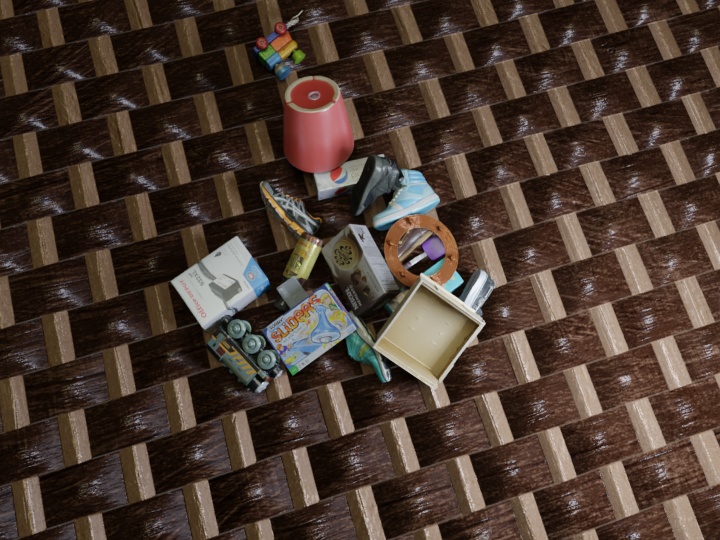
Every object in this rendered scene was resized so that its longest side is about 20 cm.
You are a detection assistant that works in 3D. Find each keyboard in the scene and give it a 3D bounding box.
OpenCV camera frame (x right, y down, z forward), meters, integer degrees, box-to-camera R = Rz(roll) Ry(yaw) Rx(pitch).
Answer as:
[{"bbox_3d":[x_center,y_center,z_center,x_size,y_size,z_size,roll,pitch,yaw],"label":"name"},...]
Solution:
[{"bbox_3d":[-0.130,0.110,1.564,0.056,0.011,0.201,-35,97,1],"label":"keyboard"}]

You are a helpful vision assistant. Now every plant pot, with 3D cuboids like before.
[{"bbox_3d":[-0.115,-0.386,1.623,0.197,0.178,0.202,-1,54,2],"label":"plant pot"}]

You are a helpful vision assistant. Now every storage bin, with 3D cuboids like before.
[{"bbox_3d":[0.166,0.148,1.511,0.197,0.094,0.201,34,102,-4],"label":"storage bin"}]

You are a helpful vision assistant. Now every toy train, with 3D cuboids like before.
[{"bbox_3d":[-0.198,-0.637,1.771,0.200,0.085,0.116,-43,91,-13],"label":"toy train"},{"bbox_3d":[-0.283,0.205,1.536,0.200,0.085,0.114,44,89,7],"label":"toy train"}]

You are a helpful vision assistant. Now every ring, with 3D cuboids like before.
[{"bbox_3d":[0.157,-0.049,1.591,0.198,0.019,0.203,3,73,-11],"label":"ring"}]

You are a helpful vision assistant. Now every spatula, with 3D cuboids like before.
[{"bbox_3d":[0.143,-0.026,1.647,0.199,0.021,0.057,-33,80,-10],"label":"spatula"}]

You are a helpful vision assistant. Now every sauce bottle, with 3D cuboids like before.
[{"bbox_3d":[-0.159,0.004,1.583,0.065,0.066,0.202,23,90,4],"label":"sauce bottle"}]

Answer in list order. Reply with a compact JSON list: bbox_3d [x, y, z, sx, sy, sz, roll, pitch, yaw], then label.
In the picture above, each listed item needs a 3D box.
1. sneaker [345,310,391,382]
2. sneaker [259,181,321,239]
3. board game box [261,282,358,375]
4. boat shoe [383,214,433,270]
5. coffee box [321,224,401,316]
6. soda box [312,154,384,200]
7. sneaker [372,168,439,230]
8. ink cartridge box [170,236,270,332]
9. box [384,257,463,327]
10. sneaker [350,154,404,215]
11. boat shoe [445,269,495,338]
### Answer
[{"bbox_3d":[0.009,0.197,1.564,0.079,0.077,0.201,-38,73,6],"label":"sneaker"},{"bbox_3d":[-0.186,-0.162,1.643,0.077,0.078,0.200,-44,92,-12],"label":"sneaker"},{"bbox_3d":[-0.124,0.143,1.536,0.199,0.034,0.136,-37,89,8],"label":"board game box"},{"bbox_3d":[0.105,-0.064,1.632,0.200,0.070,0.070,-42,88,-21],"label":"boat shoe"},{"bbox_3d":[0.000,0.000,1.570,0.113,0.079,0.202,-38,70,29],"label":"coffee box"},{"bbox_3d":[-0.026,-0.249,1.678,0.197,0.064,0.069,-13,75,-6],"label":"soda box"},{"bbox_3d":[0.098,-0.194,1.664,0.198,0.080,0.132,-24,79,-19],"label":"sneaker"},{"bbox_3d":[-0.347,0.035,1.572,0.199,0.084,0.146,-36,80,-11],"label":"ink cartridge box"},{"bbox_3d":[0.161,0.059,1.611,0.199,0.049,0.083,-36,79,-12],"label":"box"},{"bbox_3d":[0.045,-0.211,1.621,0.113,0.200,0.077,3,49,-26],"label":"sneaker"},{"bbox_3d":[0.281,0.097,1.594,0.071,0.072,0.201,34,84,-11],"label":"boat shoe"}]
